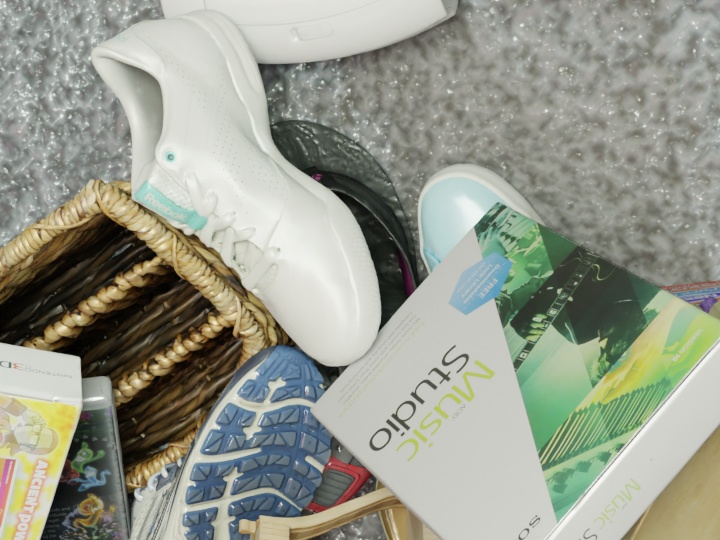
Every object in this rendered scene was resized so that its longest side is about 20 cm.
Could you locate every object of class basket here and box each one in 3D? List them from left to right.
[{"bbox_3d":[-0.144,0.052,0.884,0.200,0.149,0.143,-33,88,17],"label":"basket"}]

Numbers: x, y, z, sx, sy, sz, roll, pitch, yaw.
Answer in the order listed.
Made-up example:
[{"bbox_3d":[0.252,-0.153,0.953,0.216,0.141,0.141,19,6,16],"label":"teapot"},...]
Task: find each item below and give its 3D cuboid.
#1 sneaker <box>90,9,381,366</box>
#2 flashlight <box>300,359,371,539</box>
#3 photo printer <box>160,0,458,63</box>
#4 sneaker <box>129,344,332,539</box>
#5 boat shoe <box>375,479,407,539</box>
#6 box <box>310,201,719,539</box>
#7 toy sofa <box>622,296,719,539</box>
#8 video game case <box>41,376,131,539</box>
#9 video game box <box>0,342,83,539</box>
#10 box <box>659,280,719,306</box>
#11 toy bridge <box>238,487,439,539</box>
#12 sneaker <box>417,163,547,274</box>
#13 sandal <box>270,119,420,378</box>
[{"bbox_3d":[-0.069,-0.034,0.810,0.075,0.088,0.200,-41,75,41],"label":"sneaker"},{"bbox_3d":[-0.052,0.139,0.919,0.068,0.068,0.200,43,112,15],"label":"flashlight"},{"bbox_3d":[-0.033,-0.210,0.855,0.166,0.069,0.200,-5,97,18],"label":"photo printer"},{"bbox_3d":[-0.085,0.123,0.860,0.085,0.077,0.200,36,105,52],"label":"sneaker"},{"bbox_3d":[0.069,0.187,0.881,0.072,0.076,0.200,-35,88,18],"label":"boat shoe"},{"bbox_3d":[0.071,0.055,0.741,0.144,0.200,0.036,-49,121,-4],"label":"box"},{"bbox_3d":[0.157,0.118,0.752,0.083,0.098,0.200,22,103,-12],"label":"toy sofa"},{"bbox_3d":[-0.224,0.142,0.881,0.200,0.023,0.182,-5,126,-6],"label":"video game case"},{"bbox_3d":[-0.249,0.113,0.815,0.182,0.047,0.200,13,122,-16],"label":"video game box"},{"bbox_3d":[0.172,0.110,0.831,0.102,0.095,0.200,-6,96,17],"label":"box"},{"bbox_3d":[0.034,0.144,0.842,0.200,0.067,0.027,11,146,-15],"label":"toy bridge"},{"bbox_3d":[0.080,0.040,0.853,0.074,0.082,0.200,-23,91,17],"label":"sneaker"},{"bbox_3d":[0.001,0.000,0.859,0.075,0.048,0.201,-21,71,-12],"label":"sandal"}]
